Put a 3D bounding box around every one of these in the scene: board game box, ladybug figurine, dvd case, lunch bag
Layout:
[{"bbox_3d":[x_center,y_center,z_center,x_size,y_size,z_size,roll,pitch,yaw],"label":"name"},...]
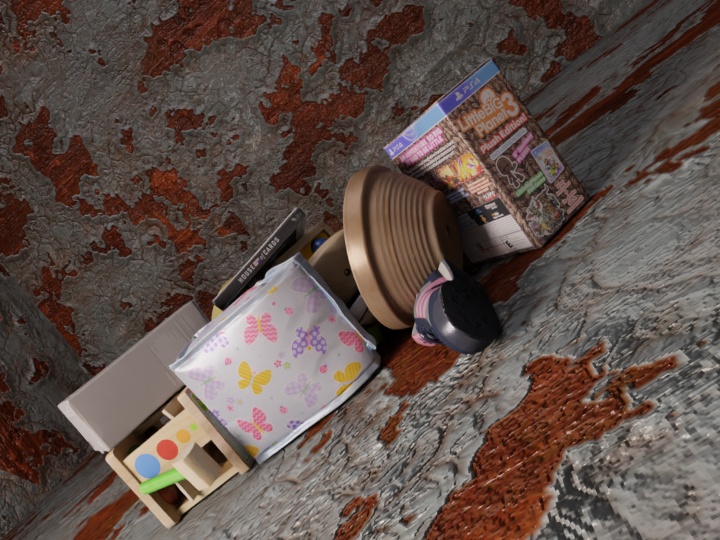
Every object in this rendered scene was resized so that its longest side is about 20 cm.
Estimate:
[{"bbox_3d":[0.148,-0.122,0.732,0.097,0.201,0.159,-41,8,-19],"label":"board game box"},{"bbox_3d":[-0.022,0.004,0.815,0.136,0.072,0.200,-52,-7,13],"label":"ladybug figurine"},{"bbox_3d":[-0.165,-0.010,0.997,0.200,0.025,0.150,-50,0,-10],"label":"dvd case"},{"bbox_3d":[-0.094,0.099,0.721,0.199,0.170,0.127,-39,11,16],"label":"lunch bag"}]

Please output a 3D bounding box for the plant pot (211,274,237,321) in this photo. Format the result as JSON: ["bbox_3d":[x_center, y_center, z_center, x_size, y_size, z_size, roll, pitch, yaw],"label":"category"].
[{"bbox_3d":[-0.170,0.102,1.168,0.140,0.202,0.200,-3,27,33],"label":"plant pot"}]

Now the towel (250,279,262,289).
[{"bbox_3d":[-0.136,0.114,0.876,0.086,0.166,0.200,-44,7,-21],"label":"towel"}]

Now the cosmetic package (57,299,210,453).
[{"bbox_3d":[-0.286,0.139,0.787,0.200,0.091,0.106,-41,9,-36],"label":"cosmetic package"}]

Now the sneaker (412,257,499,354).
[{"bbox_3d":[0.084,0.052,0.581,0.082,0.070,0.200,-54,0,15],"label":"sneaker"}]

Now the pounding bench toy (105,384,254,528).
[{"bbox_3d":[-0.230,0.236,0.750,0.155,0.125,0.200,-38,7,8],"label":"pounding bench toy"}]

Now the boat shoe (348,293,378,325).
[{"bbox_3d":[0.043,0.036,0.805,0.071,0.070,0.200,-54,-7,23],"label":"boat shoe"}]

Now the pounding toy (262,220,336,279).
[{"bbox_3d":[-0.065,0.035,1.044,0.200,0.184,0.142,-46,-2,-46],"label":"pounding toy"}]

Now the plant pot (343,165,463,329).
[{"bbox_3d":[0.066,-0.036,0.721,0.092,0.203,0.201,-13,18,25],"label":"plant pot"}]

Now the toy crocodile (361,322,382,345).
[{"bbox_3d":[-0.032,0.093,0.868,0.061,0.068,0.200,-34,7,-20],"label":"toy crocodile"}]
